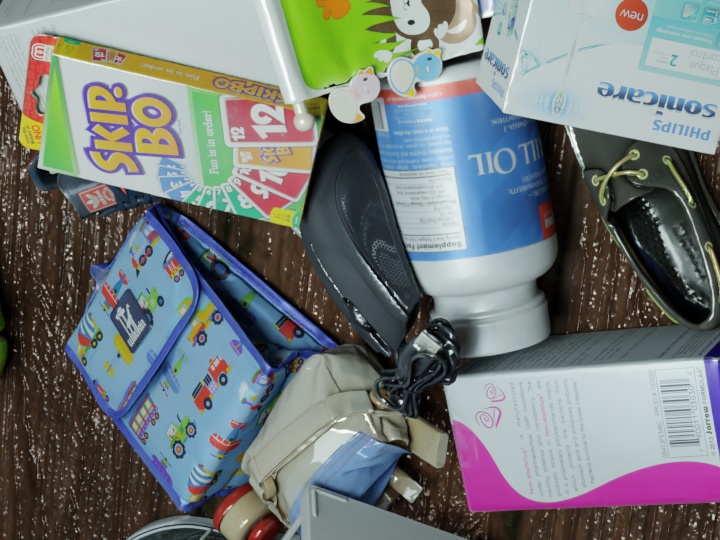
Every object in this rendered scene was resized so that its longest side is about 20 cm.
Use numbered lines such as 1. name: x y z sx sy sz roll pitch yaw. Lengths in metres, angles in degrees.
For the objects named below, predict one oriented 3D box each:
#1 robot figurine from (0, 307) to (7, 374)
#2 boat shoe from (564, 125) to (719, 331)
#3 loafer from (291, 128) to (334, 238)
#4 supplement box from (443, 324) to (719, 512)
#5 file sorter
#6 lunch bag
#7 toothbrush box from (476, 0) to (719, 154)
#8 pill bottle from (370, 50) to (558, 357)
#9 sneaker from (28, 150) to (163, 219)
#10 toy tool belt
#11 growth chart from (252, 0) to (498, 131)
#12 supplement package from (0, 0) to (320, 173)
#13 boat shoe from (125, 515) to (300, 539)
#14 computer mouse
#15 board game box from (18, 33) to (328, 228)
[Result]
1. robot figurine: -0.350 0.025 1.641 0.175 0.116 0.200 2 108 54
2. boat shoe: 0.193 -0.051 1.376 0.072 0.061 0.201 -34 87 30
3. loafer: -0.048 -0.076 1.502 0.200 0.063 0.072 44 85 7
4. supplement box: 0.171 0.100 1.405 0.200 0.103 0.101 -6 102 27
5. file sorter: 0.025 0.269 1.456 0.200 0.139 0.125 22 123 -20
6. lunch bag: -0.136 0.057 1.571 0.200 0.094 0.151 45 120 24
7. toothbrush box: 0.171 -0.189 1.292 0.146 0.085 0.200 11 107 -12
8. pill bottle: 0.076 -0.047 1.409 0.112 0.112 0.200 -5 102 28
9. sneaker: -0.168 -0.069 1.509 0.200 0.085 0.075 12 139 46
10. toy tool belt: -0.022 0.158 1.509 0.123 0.125 0.200 43 119 20
11. growth chart: 0.022 -0.186 1.319 0.200 0.018 0.145 -28 103 -9
12. supplement package: -0.131 -0.162 1.404 0.200 0.121 0.120 -11 121 17
13. boat shoe: -0.115 0.242 1.608 0.199 0.068 0.074 6 106 26
14. computer mouse: 0.000 0.000 1.401 0.139 0.053 0.200 122 130 -65
15. board game box: -0.128 -0.093 1.364 0.200 0.030 0.096 14 128 0
